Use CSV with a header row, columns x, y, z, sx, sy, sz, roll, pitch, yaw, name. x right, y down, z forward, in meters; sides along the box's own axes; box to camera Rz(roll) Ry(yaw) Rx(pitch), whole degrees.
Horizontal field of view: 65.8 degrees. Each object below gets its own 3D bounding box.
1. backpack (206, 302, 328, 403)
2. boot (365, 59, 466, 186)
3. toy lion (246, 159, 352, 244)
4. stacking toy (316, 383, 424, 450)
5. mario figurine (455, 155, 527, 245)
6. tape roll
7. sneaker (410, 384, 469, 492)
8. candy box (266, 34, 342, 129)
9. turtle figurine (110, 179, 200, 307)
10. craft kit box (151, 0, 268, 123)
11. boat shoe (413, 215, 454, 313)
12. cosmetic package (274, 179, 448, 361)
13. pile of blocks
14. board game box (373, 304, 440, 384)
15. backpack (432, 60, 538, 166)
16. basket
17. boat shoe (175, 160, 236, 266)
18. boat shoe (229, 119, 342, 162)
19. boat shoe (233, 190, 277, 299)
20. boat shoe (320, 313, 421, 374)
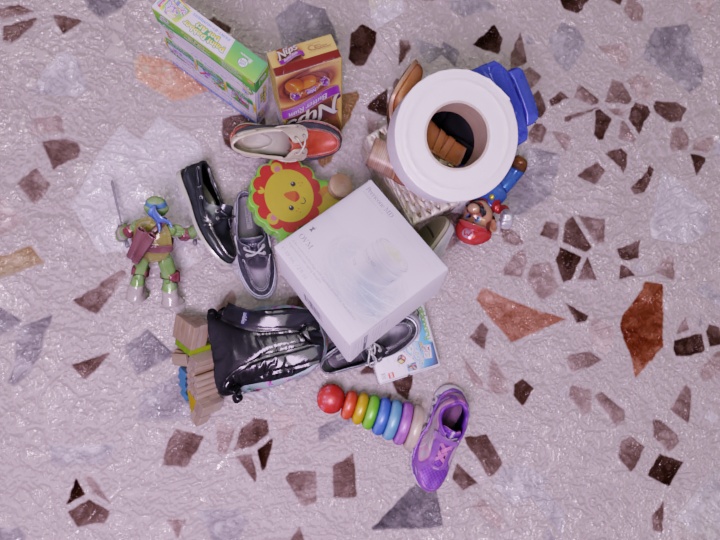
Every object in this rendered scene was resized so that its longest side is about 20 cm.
x,y,z,sx,sy,sz,roll,pitch,yaw,name
-0.157,0.127,0.983,0.198,0.127,0.169,-11,89,-2,backpack
0.111,-0.238,0.945,0.153,0.074,0.202,20,98,-2,boot
-0.110,-0.104,1.013,0.190,0.069,0.202,1,79,-21,toy lion
0.014,0.263,1.031,0.198,0.085,0.086,17,84,0,stacking toy
0.244,-0.143,1.069,0.106,0.123,0.201,33,78,-17,mario figurine
0.145,-0.210,0.884,0.200,0.071,0.205,-1,94,-7,tape roll
0.153,0.316,1.038,0.080,0.088,0.202,20,85,-8,sneaker
-0.094,-0.312,0.986,0.116,0.200,0.057,-20,73,-9,candy box
-0.357,-0.047,0.996,0.143,0.200,0.196,-3,111,-36,turtle figurine
-0.252,-0.361,0.970,0.199,0.197,0.049,36,83,-5,craft kit box
0.112,-0.005,1.019,0.068,0.075,0.201,30,104,-24,boat shoe
0.000,0.000,0.908,0.199,0.123,0.200,-36,74,-15,cosmetic package
-0.290,0.173,1.006,0.062,0.081,0.202,-11,99,-51,pile of blocks
0.066,0.102,1.066,0.125,0.035,0.202,-15,88,-8,board game box
0.217,-0.278,1.033,0.166,0.200,0.164,-20,96,-14,backpack
0.094,-0.183,1.042,0.123,0.136,0.201,-27,90,-5,basket
-0.260,-0.107,0.993,0.066,0.074,0.201,-30,74,14,boat shoe
-0.128,-0.224,0.973,0.198,0.063,0.072,1,115,-10,boat shoe
-0.196,-0.047,1.021,0.071,0.068,0.202,-7,87,-9,boat shoe
0.015,0.134,1.001,0.198,0.068,0.074,-20,96,16,boat shoe
